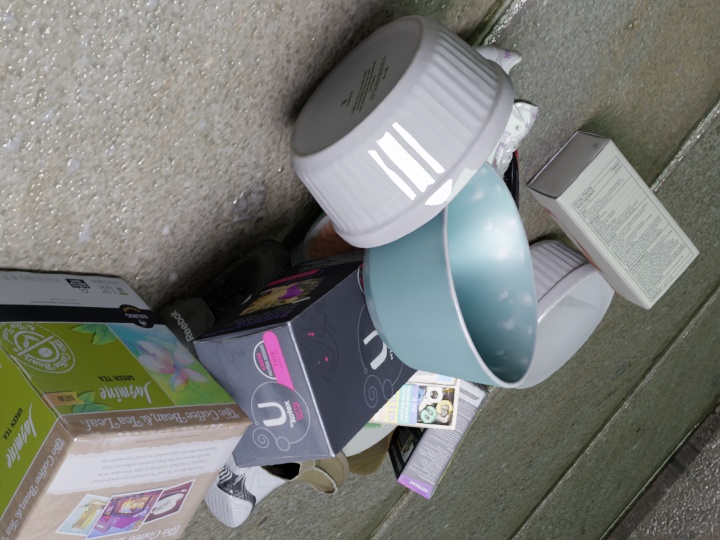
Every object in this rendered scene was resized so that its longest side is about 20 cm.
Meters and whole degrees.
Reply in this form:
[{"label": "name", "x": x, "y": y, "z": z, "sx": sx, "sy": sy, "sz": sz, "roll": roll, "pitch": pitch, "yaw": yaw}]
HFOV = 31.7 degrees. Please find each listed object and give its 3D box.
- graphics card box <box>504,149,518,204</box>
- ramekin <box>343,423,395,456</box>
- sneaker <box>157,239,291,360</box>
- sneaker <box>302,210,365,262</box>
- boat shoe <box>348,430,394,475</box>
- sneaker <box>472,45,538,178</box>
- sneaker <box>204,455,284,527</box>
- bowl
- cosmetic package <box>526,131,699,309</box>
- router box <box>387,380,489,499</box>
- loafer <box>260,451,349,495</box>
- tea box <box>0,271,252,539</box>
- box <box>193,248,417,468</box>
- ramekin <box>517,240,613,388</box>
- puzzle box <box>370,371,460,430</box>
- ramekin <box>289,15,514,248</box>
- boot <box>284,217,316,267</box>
[{"label": "graphics card box", "x": 0.149, "y": -0.023, "z": 1.403, "sx": 0.050, "sy": 0.202, "sz": 0.126, "roll": 0, "pitch": 151, "yaw": 8}, {"label": "ramekin", "x": -0.003, "y": 0.115, "z": 1.438, "sx": 0.199, "sy": 0.098, "sz": 0.201, "roll": -35, "pitch": 151, "yaw": -23}, {"label": "sneaker", "x": -0.143, "y": 0.049, "z": 1.182, "sx": 0.200, "sy": 0.066, "sz": 0.090, "roll": -47, "pitch": 158, "yaw": 4}, {"label": "sneaker", "x": 0.025, "y": -0.075, "z": 1.199, "sx": 0.199, "sy": 0.080, "sz": 0.071, "roll": -39, "pitch": 113, "yaw": 21}, {"label": "boat shoe", "x": 0.031, "y": 0.166, "z": 1.607, "sx": 0.063, "sy": 0.072, "sz": 0.202, "roll": -91, "pitch": -159, "yaw": -60}, {"label": "sneaker", "x": 0.125, "y": -0.119, "z": 1.233, "sx": 0.075, "sy": 0.098, "sz": 0.203, "roll": -71, "pitch": 157, "yaw": -72}, {"label": "sneaker", "x": -0.118, "y": 0.188, "z": 1.404, "sx": 0.115, "sy": 0.075, "sz": 0.202, "roll": -36, "pitch": 148, "yaw": -36}, {"label": "bowl", "x": 0.073, "y": 0.010, "z": 1.114, "sx": 0.104, "sy": 0.204, "sz": 0.200, "roll": -12, "pitch": 167, "yaw": 27}, {"label": "cosmetic package", "x": 0.309, "y": -0.062, "z": 1.554, "sx": 0.103, "sy": 0.087, "sz": 0.200, "roll": -45, "pitch": 114, "yaw": -5}, {"label": "router box", "x": 0.093, "y": 0.186, "z": 1.595, "sx": 0.150, "sy": 0.051, "sz": 0.200, "roll": -60, "pitch": -175, "yaw": 4}, {"label": "loafer", "x": -0.072, "y": 0.190, "z": 1.333, "sx": 0.068, "sy": 0.075, "sz": 0.201, "roll": -57, "pitch": 145, "yaw": -20}, {"label": "tea box", "x": -0.231, "y": 0.110, "z": 0.995, "sx": 0.199, "sy": 0.197, "sz": 0.134, "roll": 3, "pitch": 125, "yaw": -57}, {"label": "box", "x": -0.038, "y": 0.071, "z": 1.115, "sx": 0.200, "sy": 0.105, "sz": 0.124, "roll": -39, "pitch": 114, "yaw": -56}, {"label": "ramekin", "x": 0.240, "y": 0.051, "z": 1.695, "sx": 0.201, "sy": 0.094, "sz": 0.204, "roll": -34, "pitch": 150, "yaw": -23}, {"label": "puzzle box", "x": 0.043, "y": 0.060, "z": 1.320, "sx": 0.025, "sy": 0.131, "sz": 0.203, "roll": -67, "pitch": 161, "yaw": -84}, {"label": "ramekin", "x": 0.025, "y": -0.125, "z": 1.074, "sx": 0.094, "sy": 0.202, "sz": 0.203, "roll": 41, "pitch": 92, "yaw": -24}, {"label": "boot", "x": 0.000, "y": 0.000, "z": 1.246, "sx": 0.200, "sy": 0.132, "sz": 0.070, "roll": -47, "pitch": 153, "yaw": 12}]
